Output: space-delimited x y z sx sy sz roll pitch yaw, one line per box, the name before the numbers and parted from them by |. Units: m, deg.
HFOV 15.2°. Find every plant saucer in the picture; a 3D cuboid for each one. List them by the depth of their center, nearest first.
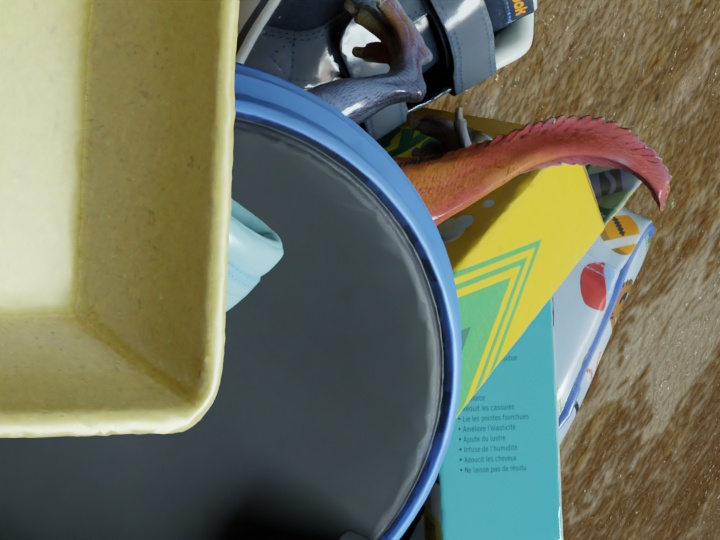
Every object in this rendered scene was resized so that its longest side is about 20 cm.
plant saucer | -0.128 -0.059 0.671 0.200 0.048 0.200 0 95 -32

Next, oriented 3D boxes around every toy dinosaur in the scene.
toy dinosaur | -0.035 -0.022 0.895 0.181 0.200 0.105 -43 123 -36

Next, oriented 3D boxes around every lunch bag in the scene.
lunch bag | 0.053 0.053 1.195 0.200 0.076 0.160 -59 179 -8

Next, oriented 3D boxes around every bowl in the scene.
bowl | -0.063 0.032 0.855 0.039 0.201 0.201 -126 -124 -70

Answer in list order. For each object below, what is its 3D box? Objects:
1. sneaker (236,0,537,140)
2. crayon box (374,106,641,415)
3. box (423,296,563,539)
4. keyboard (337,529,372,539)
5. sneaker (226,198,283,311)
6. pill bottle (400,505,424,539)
sneaker | 0.014 -0.098 1.002 0.200 0.079 0.078 -53 154 -19
crayon box | 0.000 0.000 0.998 0.200 0.126 0.052 -49 134 -31
box | 0.051 0.097 1.068 0.082 0.049 0.200 177 -89 -86
keyboard | -0.027 0.180 0.838 0.200 0.040 0.104 -64 156 -3
sneaker | -0.083 -0.068 0.766 0.082 0.074 0.200 -28 121 -5
pill bottle | -0.060 0.159 1.057 0.200 0.112 0.112 -59 155 -9
